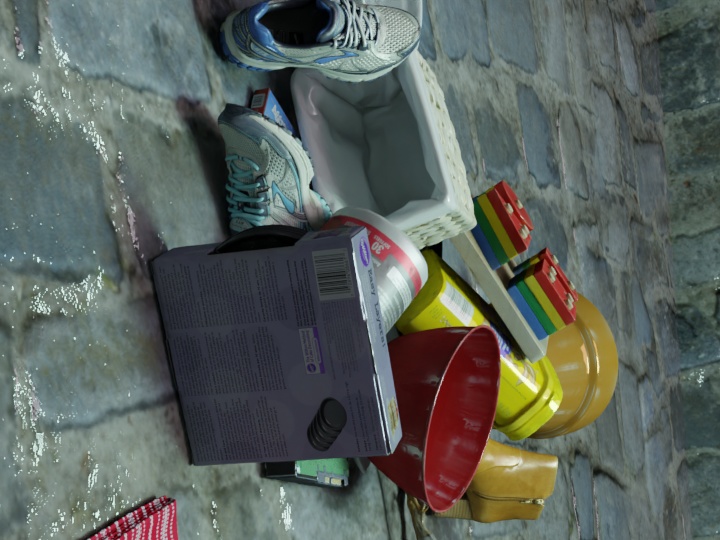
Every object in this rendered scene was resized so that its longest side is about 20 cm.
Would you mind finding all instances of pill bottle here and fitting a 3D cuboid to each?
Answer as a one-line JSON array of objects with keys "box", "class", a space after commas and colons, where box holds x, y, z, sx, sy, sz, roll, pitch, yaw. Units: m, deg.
[{"box": [-0.035, 0.046, 1.490, 0.200, 0.111, 0.111, -52, 139, -24], "class": "pill bottle"}]

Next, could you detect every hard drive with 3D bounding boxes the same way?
[{"box": [-0.053, 0.111, 1.597, 0.140, 0.038, 0.200, 25, 61, -66], "class": "hard drive"}]

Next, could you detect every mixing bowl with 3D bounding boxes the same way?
[{"box": [0.061, 0.142, 1.690, 0.200, 0.108, 0.200, -42, 139, -51], "class": "mixing bowl"}]

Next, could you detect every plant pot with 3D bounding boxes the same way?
[{"box": [0.196, 0.125, 2.055, 0.183, 0.200, 0.200, -9, 93, -53], "class": "plant pot"}]

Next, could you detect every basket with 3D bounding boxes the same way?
[{"box": [0.028, -0.121, 1.642, 0.123, 0.135, 0.200, 27, 45, -65], "class": "basket"}]

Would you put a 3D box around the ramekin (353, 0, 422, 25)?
[{"box": [-0.016, -0.308, 1.710, 0.200, 0.105, 0.200, -5, 90, -69], "class": "ramekin"}]

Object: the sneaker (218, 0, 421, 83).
[{"box": [-0.027, -0.224, 1.530, 0.085, 0.200, 0.077, 154, -72, -66], "class": "sneaker"}]

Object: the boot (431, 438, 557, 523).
[{"box": [0.163, 0.219, 1.909, 0.071, 0.144, 0.201, -102, -167, -52], "class": "boot"}]

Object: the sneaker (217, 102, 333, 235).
[{"box": [-0.087, -0.070, 1.495, 0.086, 0.078, 0.200, -51, 140, -19], "class": "sneaker"}]

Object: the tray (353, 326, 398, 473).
[{"box": [0.004, 0.116, 1.763, 0.200, 0.022, 0.107, -70, 148, -49], "class": "tray"}]

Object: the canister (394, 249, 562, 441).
[{"box": [0.125, 0.081, 1.824, 0.200, 0.087, 0.149, 44, 13, -19], "class": "canister"}]

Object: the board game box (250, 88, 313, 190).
[{"box": [-0.069, -0.080, 1.630, 0.200, 0.019, 0.103, 58, 35, -48], "class": "board game box"}]

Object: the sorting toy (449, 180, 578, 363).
[{"box": [0.176, -0.015, 1.849, 0.199, 0.070, 0.200, 57, 13, -4], "class": "sorting toy"}]

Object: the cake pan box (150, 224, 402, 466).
[{"box": [-0.071, 0.063, 1.364, 0.052, 0.184, 0.200, -44, 125, -69], "class": "cake pan box"}]

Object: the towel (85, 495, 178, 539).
[{"box": [-0.182, 0.268, 1.248, 0.200, 0.022, 0.145, -25, 108, -68], "class": "towel"}]

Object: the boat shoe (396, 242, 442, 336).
[{"box": [0.074, 0.033, 1.909, 0.072, 0.060, 0.202, 2, 82, -68], "class": "boat shoe"}]

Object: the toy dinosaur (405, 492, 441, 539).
[{"box": [0.065, 0.225, 1.870, 0.106, 0.060, 0.200, 112, -21, -62], "class": "toy dinosaur"}]
